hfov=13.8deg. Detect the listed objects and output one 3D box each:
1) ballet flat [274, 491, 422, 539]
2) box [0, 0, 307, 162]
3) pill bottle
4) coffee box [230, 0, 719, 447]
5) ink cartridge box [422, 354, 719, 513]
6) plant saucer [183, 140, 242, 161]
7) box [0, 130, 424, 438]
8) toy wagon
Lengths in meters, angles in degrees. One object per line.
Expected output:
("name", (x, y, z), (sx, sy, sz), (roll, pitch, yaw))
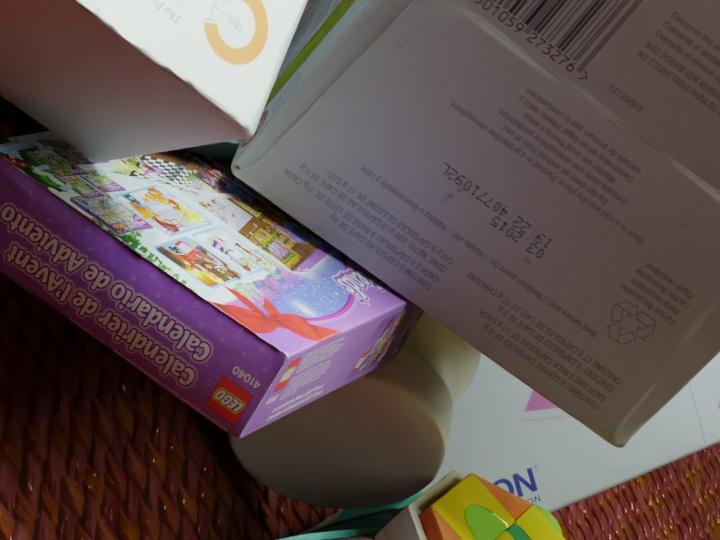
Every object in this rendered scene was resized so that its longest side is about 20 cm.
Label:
("ballet flat", (-0.001, 0.135, 1.292), (0.200, 0.076, 0.064), (-7, 85, -70))
("box", (-0.075, -0.158, 1.065), (0.124, 0.097, 0.200), (36, 63, -32))
("pill bottle", (0.000, 0.000, 1.315), (0.200, 0.116, 0.116), (-82, 153, -43))
("coffee box", (0.100, -0.093, 1.206), (0.200, 0.200, 0.198), (36, 28, -10))
("ink cartridge box", (0.085, 0.017, 1.451), (0.043, 0.196, 0.200), (-141, -149, -69))
("plant saucer", (-0.057, -0.070, 1.208), (0.200, 0.019, 0.070), (11, 43, -48))
("box", (-0.060, -0.004, 1.134), (0.137, 0.039, 0.200), (34, 15, 11))
("toy wagon", (0.089, 0.171, 1.234), (0.200, 0.040, 0.155), (47, 22, 6))
